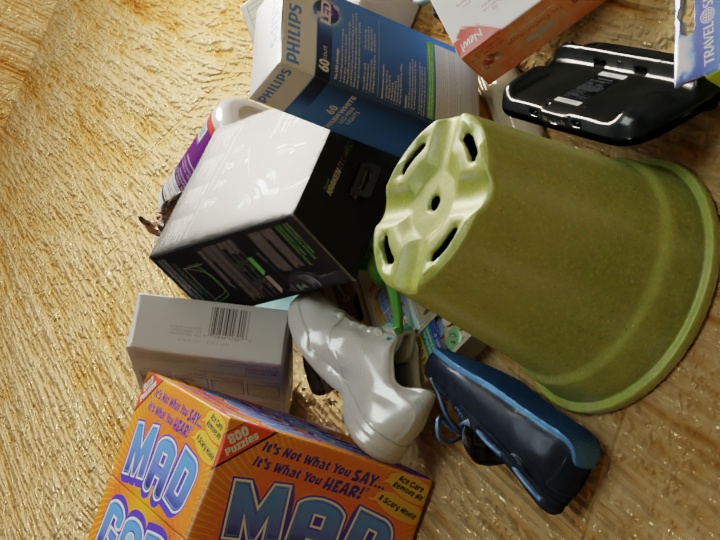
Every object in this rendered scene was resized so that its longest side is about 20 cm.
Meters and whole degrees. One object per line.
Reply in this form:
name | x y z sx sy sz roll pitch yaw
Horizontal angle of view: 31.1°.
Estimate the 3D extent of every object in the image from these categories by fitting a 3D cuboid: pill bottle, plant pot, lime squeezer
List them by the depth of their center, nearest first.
plant pot | 0.118 -0.018 0.922 0.200 0.184 0.201 -38 41 43
lime squeezer | 0.000 0.000 1.146 0.200 0.070 0.038 27 137 53
pill bottle | -0.170 -0.103 1.564 0.200 0.112 0.113 -52 32 30

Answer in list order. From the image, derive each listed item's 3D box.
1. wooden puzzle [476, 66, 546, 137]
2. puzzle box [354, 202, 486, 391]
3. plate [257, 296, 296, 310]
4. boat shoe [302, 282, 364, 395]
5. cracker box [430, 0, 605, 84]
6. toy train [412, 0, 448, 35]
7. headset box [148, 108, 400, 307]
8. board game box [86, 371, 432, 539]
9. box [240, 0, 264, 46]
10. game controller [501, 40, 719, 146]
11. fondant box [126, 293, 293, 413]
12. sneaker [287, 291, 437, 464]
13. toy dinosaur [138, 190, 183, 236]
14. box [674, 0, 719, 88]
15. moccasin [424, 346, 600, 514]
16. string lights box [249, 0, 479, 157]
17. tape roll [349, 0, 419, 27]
wooden puzzle | 0.080 -0.106 1.206 0.200 0.037 0.185 -51 32 30
puzzle box | 0.047 0.014 1.151 0.133 0.025 0.200 -51 42 38
plate | -0.055 -0.029 1.402 0.200 0.026 0.201 -41 38 42
boat shoe | -0.020 0.028 1.259 0.076 0.074 0.201 74 -171 -60
cracker box | 0.119 -0.283 1.151 0.134 0.058 0.200 -35 56 18
toy train | 0.108 -0.321 1.266 0.114 0.085 0.201 -31 45 35
headset box | -0.069 -0.067 1.187 0.200 0.093 0.174 -15 41 38
board game box | -0.097 0.225 1.113 0.200 0.200 0.201 15 84 62
box | -0.040 -0.200 1.332 0.095 0.078 0.201 -26 73 21
game controller | 0.189 -0.137 0.992 0.104 0.042 0.200 -38 26 -11
fondant box | -0.140 0.094 1.254 0.200 0.144 0.058 96 -179 -64
sneaker | 0.008 0.071 1.121 0.089 0.075 0.200 -52 46 17
toy dinosaur | -0.163 -0.077 1.458 0.200 0.135 0.086 -57 22 33
box | 0.301 -0.199 0.861 0.200 0.048 0.122 -24 51 48
moccasin | 0.097 0.117 0.978 0.200 0.080 0.068 39 109 62
string lights box | 0.007 -0.169 1.127 0.059 0.199 0.103 -41 38 47
tape roll | -0.009 -0.307 1.466 0.202 0.071 0.203 -40 38 42
